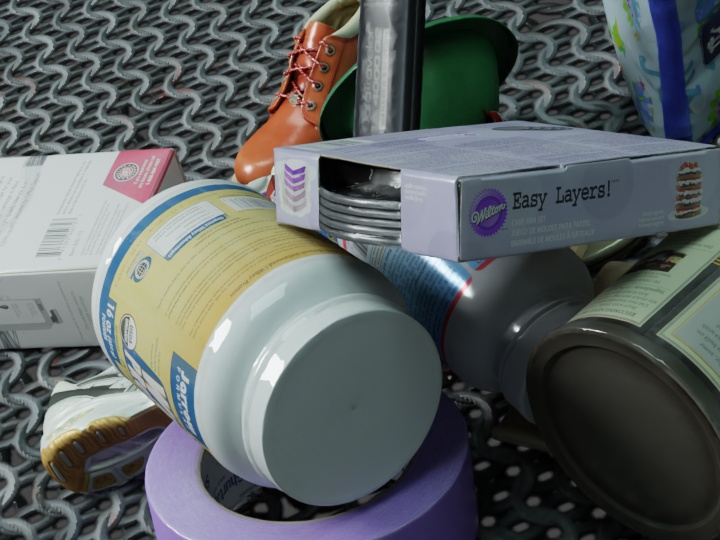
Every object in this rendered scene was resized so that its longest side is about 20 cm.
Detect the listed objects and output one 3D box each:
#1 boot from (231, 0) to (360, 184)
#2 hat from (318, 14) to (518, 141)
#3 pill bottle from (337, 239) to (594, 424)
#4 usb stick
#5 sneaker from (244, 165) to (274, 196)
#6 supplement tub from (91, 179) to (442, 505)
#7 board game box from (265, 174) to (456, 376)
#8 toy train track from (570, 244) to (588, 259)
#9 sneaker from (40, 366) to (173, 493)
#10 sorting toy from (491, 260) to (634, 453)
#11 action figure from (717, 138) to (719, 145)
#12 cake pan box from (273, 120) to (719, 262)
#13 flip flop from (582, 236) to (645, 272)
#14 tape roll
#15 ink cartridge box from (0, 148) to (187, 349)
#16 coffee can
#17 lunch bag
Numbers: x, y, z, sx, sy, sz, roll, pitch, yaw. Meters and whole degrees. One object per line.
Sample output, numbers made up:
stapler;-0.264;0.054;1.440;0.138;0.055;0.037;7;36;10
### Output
boot;-0.043;-0.140;1.515;0.075;0.107;0.200;17;50;33
hat;0.076;-0.074;1.398;0.166;0.200;0.176;-33;68;11
pill bottle;0.078;0.007;1.219;0.109;0.109;0.200;-29;49;-16
usb stick;0.020;-0.127;1.329;0.033;0.200;0.055;-3;7;-45
sneaker;-0.072;-0.021;1.403;0.200;0.081;0.083;-34;47;-22
supplement tub;-0.058;0.041;1.136;0.145;0.145;0.200;-33;37;-19
board game box;0.000;0.000;1.314;0.103;0.019;0.200;12;29;-21
toy train track;0.154;-0.040;1.225;0.115;0.033;0.200;-64;13;-10
sneaker;-0.125;0.079;1.298;0.200;0.076;0.088;-15;38;1
sorting toy;0.207;0.071;1.224;0.185;0.036;0.200;11;41;31
action figure;0.341;-0.082;1.307;0.193;0.105;0.200;19;52;25
cake pan box;0.073;-0.049;1.088;0.200;0.052;0.184;-9;11;-35
flip flop;0.130;-0.032;1.354;0.200;0.058;0.081;-27;39;-12
tape roll;-0.029;0.137;1.174;0.200;0.066;0.200;-6;31;3
ink cartridge box;-0.242;-0.017;1.452;0.200;0.083;0.147;-2;40;17
coffee can;0.215;0.042;1.101;0.146;0.146;0.200;23;48;39
lunch bag;0.240;-0.207;1.440;0.127;0.170;0.200;-3;39;18
